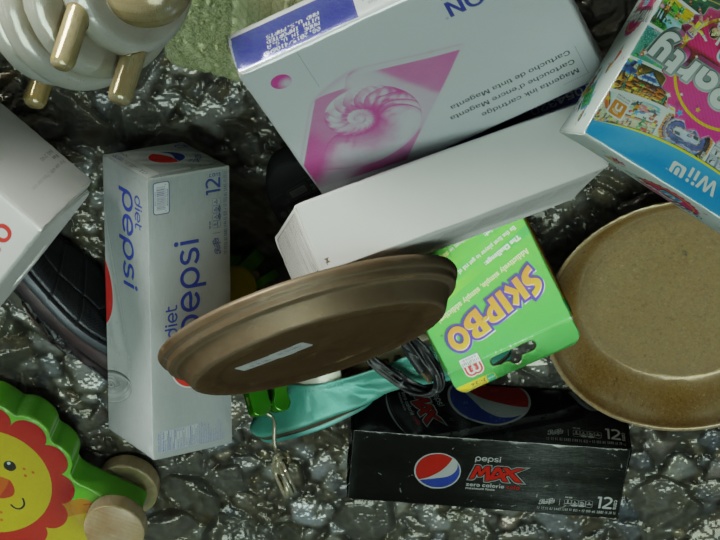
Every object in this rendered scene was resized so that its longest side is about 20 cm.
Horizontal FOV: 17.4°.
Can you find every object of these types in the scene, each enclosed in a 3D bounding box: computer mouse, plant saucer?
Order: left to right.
[{"bbox_3d":[-0.030,0.039,1.499,0.200,0.030,0.200,-16,167,-4],"label":"plant saucer"},{"bbox_3d":[0.000,0.000,1.597,0.059,0.034,0.200,-24,104,26],"label":"computer mouse"},{"bbox_3d":[0.226,0.024,1.633,0.200,0.035,0.201,1,127,1],"label":"plant saucer"}]

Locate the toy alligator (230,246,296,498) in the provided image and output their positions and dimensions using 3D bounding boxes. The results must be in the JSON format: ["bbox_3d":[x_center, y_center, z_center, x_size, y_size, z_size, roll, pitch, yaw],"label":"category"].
[{"bbox_3d":[-0.065,0.054,1.624,0.054,0.059,0.200,-22,90,-18],"label":"toy alligator"}]

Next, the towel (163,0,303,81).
[{"bbox_3d":[-0.059,-0.196,1.455,0.148,0.037,0.200,18,129,15],"label":"towel"}]

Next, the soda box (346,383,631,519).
[{"bbox_3d":[0.091,0.127,1.695,0.199,0.063,0.071,4,126,-2],"label":"soda box"}]

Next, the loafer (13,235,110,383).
[{"bbox_3d":[-0.189,0.045,1.644,0.063,0.072,0.200,-34,121,28],"label":"loafer"}]

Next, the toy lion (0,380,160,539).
[{"bbox_3d":[-0.260,0.177,1.751,0.191,0.069,0.200,25,124,-7],"label":"toy lion"}]

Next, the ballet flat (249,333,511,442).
[{"bbox_3d":[0.007,0.058,1.651,0.200,0.067,0.071,-19,114,9],"label":"ballet flat"}]

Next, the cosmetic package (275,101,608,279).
[{"bbox_3d":[0.050,-0.044,1.487,0.200,0.083,0.051,-20,84,-15],"label":"cosmetic package"}]

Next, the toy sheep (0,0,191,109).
[{"bbox_3d":[-0.175,-0.170,1.439,0.200,0.138,0.138,4,135,43],"label":"toy sheep"}]

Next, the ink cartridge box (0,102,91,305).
[{"bbox_3d":[-0.299,-0.060,1.527,0.200,0.086,0.146,41,120,-1],"label":"ink cartridge box"}]

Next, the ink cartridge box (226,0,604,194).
[{"bbox_3d":[0.047,-0.116,1.450,0.196,0.043,0.200,-25,142,10],"label":"ink cartridge box"}]

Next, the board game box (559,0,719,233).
[{"bbox_3d":[0.237,-0.131,1.434,0.147,0.064,0.200,31,89,-11],"label":"board game box"}]

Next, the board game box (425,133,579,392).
[{"bbox_3d":[0.065,-0.022,1.574,0.095,0.030,0.200,-24,104,10],"label":"board game box"}]

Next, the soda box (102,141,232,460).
[{"bbox_3d":[-0.129,0.020,1.577,0.063,0.068,0.201,-11,113,-31],"label":"soda box"}]
